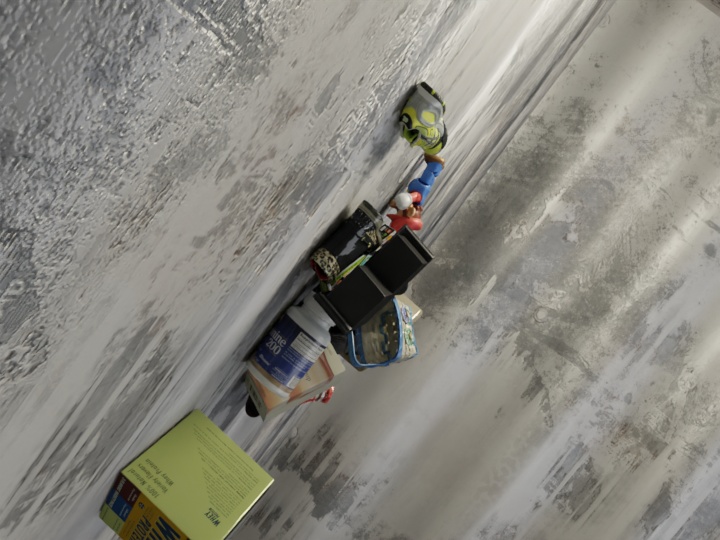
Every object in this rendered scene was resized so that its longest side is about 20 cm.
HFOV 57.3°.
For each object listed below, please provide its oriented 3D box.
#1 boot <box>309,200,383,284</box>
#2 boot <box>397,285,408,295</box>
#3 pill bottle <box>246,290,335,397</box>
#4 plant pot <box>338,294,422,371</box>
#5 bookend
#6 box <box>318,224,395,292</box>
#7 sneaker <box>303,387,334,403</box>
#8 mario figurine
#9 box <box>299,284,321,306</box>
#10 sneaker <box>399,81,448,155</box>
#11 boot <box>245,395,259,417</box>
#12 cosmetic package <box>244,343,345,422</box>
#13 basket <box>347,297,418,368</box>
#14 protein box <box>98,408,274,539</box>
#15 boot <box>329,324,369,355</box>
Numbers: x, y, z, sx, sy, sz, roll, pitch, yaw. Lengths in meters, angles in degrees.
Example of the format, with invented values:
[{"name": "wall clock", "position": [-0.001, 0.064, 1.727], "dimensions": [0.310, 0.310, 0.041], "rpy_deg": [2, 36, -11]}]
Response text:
[{"name": "boot", "position": [-0.030, -0.040, 1.263], "dimensions": [0.154, 0.073, 0.204], "rpy_deg": [-46, 171, -13]}, {"name": "boot", "position": [0.058, 0.001, 1.602], "dimensions": [0.067, 0.162, 0.200], "rpy_deg": [-65, 168, 8]}, {"name": "pill bottle", "position": [-0.130, 0.144, 1.328], "dimensions": [0.201, 0.110, 0.111], "rpy_deg": [-51, 172, -3]}, {"name": "plant pot", "position": [0.018, 0.152, 1.813], "dimensions": [0.177, 0.199, 0.201], "rpy_deg": [-48, 177, -47]}, {"name": "bookend", "position": [0.031, 0.011, 1.237], "dimensions": [0.199, 0.092, 0.200], "rpy_deg": [-44, 173, 10]}, {"name": "box", "position": [0.000, 0.000, 1.409], "dimensions": [0.199, 0.034, 0.111], "rpy_deg": [-38, 140, -25]}, {"name": "sneaker", "position": [-0.122, 0.296, 1.622], "dimensions": [0.068, 0.107, 0.202], "rpy_deg": [-59, -177, 20]}, {"name": "mario figurine", "position": [0.114, -0.182, 1.528], "dimensions": [0.123, 0.105, 0.203], "rpy_deg": [30, 87, -46]}, {"name": "box", "position": [-0.115, 0.113, 1.512], "dimensions": [0.161, 0.049, 0.201], "rpy_deg": [-49, 172, -40]}, {"name": "sneaker", "position": [0.100, -0.245, 1.123], "dimensions": [0.076, 0.075, 0.200], "rpy_deg": [-43, 162, -2]}, {"name": "boot", "position": [-0.210, 0.285, 1.634], "dimensions": [0.201, 0.074, 0.097], "rpy_deg": [-51, 170, -19]}, {"name": "cosmetic package", "position": [-0.145, 0.234, 1.451], "dimensions": [0.197, 0.104, 0.088], "rpy_deg": [-24, 159, -27]}, {"name": "basket", "position": [0.037, 0.135, 1.516], "dimensions": [0.197, 0.180, 0.138], "rpy_deg": [9, 155, -43]}, {"name": "protein box", "position": [-0.298, 0.395, 1.145], "dimensions": [0.136, 0.198, 0.200], "rpy_deg": [-55, 171, 31]}, {"name": "boot", "position": [-0.068, 0.167, 1.653], "dimensions": [0.195, 0.071, 0.132], "rpy_deg": [-9, 152, 6]}]
